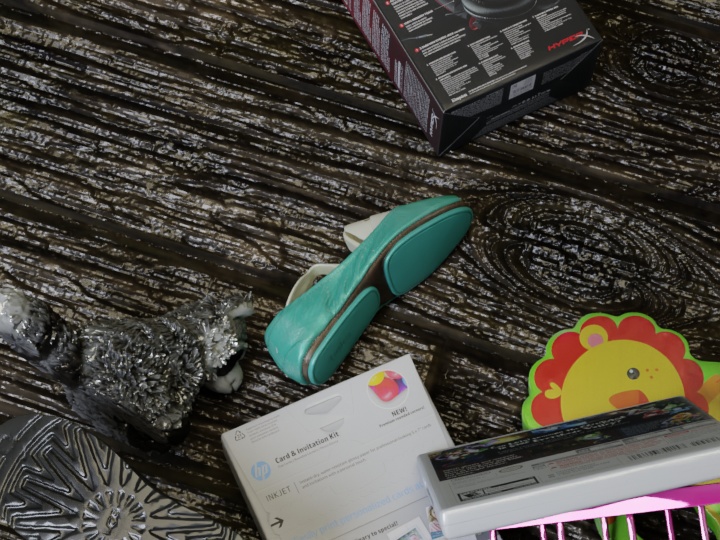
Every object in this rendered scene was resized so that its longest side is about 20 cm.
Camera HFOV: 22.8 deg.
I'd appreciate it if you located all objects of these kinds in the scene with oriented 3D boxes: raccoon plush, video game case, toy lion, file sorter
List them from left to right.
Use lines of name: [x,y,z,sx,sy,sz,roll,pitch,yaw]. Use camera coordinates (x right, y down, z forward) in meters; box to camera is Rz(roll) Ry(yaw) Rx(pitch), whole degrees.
raccoon plush: [-0.156,0.037,1.276,0.096,0.200,0.134,8,58,39]
video game case: [0.142,0.128,1.189,0.199,0.182,0.024,-13,96,-2]
toy lion: [0.213,0.128,1.306,0.190,0.069,0.201,1,65,7]
file sorter: [0.198,0.207,1.180,0.199,0.139,0.126,-10,82,20]

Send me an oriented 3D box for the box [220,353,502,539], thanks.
box: [0.008,0.179,1.281,0.155,0.041,0.201,-23,69,-13]

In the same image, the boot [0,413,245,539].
boot: [-0.152,0.181,1.212,0.210,0.158,0.080,32,79,10]

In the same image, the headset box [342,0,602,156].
headset box: [0.080,-0.216,1.449,0.148,0.075,0.201,-26,68,-13]

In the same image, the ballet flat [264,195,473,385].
ballet flat: [0.000,0.000,1.354,0.070,0.068,0.200,32,65,28]
